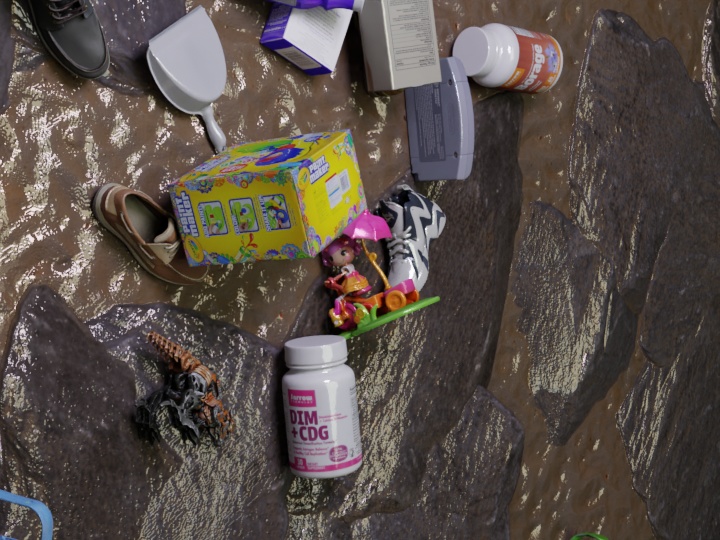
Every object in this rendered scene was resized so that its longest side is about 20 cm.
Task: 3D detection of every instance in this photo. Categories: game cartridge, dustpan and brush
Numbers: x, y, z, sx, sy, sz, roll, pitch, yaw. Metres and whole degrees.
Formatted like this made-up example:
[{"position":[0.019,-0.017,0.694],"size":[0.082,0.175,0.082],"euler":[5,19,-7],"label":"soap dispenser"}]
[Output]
[{"position":[0.132,-0.250,1.831],"size":[0.040,0.133,0.201],"euler":[-10,99,-35],"label":"game cartridge"},{"position":[-0.226,-0.253,1.554],"size":[0.201,0.057,0.140],"euler":[60,42,-19],"label":"dustpan and brush"}]

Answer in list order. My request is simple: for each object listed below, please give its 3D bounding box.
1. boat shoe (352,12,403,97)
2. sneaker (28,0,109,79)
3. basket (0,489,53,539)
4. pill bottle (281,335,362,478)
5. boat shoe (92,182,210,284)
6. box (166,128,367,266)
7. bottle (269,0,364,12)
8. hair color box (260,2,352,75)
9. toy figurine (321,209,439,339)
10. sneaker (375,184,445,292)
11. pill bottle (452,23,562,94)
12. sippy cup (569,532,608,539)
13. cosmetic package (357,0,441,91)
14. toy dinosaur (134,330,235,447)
[{"position":[0.039,-0.383,1.781],"size":[0.072,0.068,0.201],"euler":[-21,105,-39],"label":"boat shoe"},{"position":[-0.369,-0.328,1.359],"size":[0.075,0.106,0.201],"euler":[-31,109,-15],"label":"sneaker"},{"position":[-0.435,0.347,1.297],"size":[0.139,0.176,0.201],"euler":[-22,121,-56],"label":"basket"},{"position":[-0.061,0.206,1.679],"size":[0.113,0.113,0.201],"euler":[-11,99,-42],"label":"pill bottle"},{"position":[-0.274,-0.043,1.494],"size":[0.200,0.072,0.076],"euler":[41,65,-37],"label":"boat shoe"},{"position":[-0.123,-0.100,1.510],"size":[0.200,0.192,0.123],"euler":[-47,128,-59],"label":"box"},{"position":[-0.089,-0.422,1.591],"size":[0.199,0.065,0.084],"euler":[15,77,-3],"label":"bottle"},{"position":[-0.069,-0.414,1.682],"size":[0.109,0.065,0.201],"euler":[28,74,-40],"label":"hair color box"},{"position":[0.000,0.000,1.722],"size":[0.150,0.199,0.185],"euler":[-17,83,-63],"label":"toy figurine"},{"position":[0.061,-0.053,1.809],"size":[0.130,0.079,0.200],"euler":[43,64,-34],"label":"sneaker"},{"position":[0.261,-0.378,1.962],"size":[0.199,0.112,0.113],"euler":[-2,93,-43],"label":"pill bottle"},{"position":[0.454,0.623,2.173],"size":[0.139,0.130,0.179],"euler":[-31,113,-38],"label":"sippy cup"},{"position":[0.056,-0.383,1.705],"size":[0.105,0.071,0.201],"euler":[-13,103,-33],"label":"cosmetic package"},{"position":[-0.248,0.173,1.537],"size":[0.200,0.102,0.136],"euler":[47,44,-14],"label":"toy dinosaur"}]
